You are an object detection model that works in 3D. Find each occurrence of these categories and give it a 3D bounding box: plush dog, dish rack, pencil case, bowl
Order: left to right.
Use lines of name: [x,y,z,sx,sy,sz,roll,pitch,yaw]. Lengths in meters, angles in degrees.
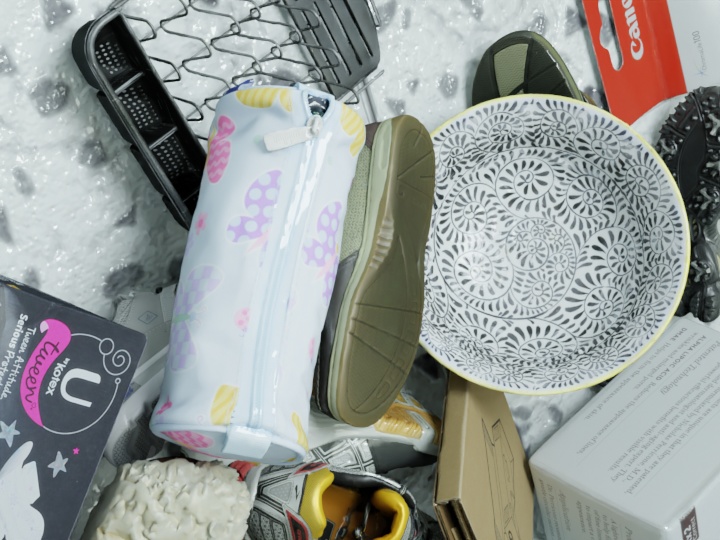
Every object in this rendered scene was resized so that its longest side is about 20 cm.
plush dog: [-0.095,0.220,0.665,0.172,0.161,0.200,30,124,-20]
dish rack: [-0.064,-0.128,0.742,0.200,0.055,0.154,-43,123,-23]
pencil case: [-0.051,0.002,0.658,0.083,0.091,0.200,22,70,-32]
bowl: [0.116,-0.012,0.861,0.200,0.094,0.201,-1,82,4]

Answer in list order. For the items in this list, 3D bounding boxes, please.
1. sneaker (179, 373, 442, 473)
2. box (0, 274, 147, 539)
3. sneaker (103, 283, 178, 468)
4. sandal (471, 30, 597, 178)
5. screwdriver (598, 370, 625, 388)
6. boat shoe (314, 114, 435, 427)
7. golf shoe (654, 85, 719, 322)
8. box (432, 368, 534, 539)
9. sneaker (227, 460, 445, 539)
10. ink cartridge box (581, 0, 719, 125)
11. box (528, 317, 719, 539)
sneaker: [-0.031,0.116,0.819,0.200,0.076,0.088,11,106,-34]
box: [-0.215,0.096,0.622,0.115,0.132,0.200,26,84,-42]
sneaker: [-0.103,0.025,0.733,0.200,0.082,0.075,-42,155,-44]
sandal: [0.145,-0.095,0.910,0.201,0.080,0.057,52,40,-35]
screwdriver: [0.151,0.049,0.971,0.200,0.029,0.028,34,79,-31]
boat shoe: [0.000,-0.001,0.791,0.072,0.066,0.201,27,69,-49]
golf shoe: [0.290,-0.060,1.023,0.094,0.078,0.200,-22,124,-37]
box: [0.089,0.153,0.861,0.200,0.021,0.164,-77,149,-58]
sneaker: [0.006,0.166,0.752,0.200,0.082,0.078,29,61,-43]
ink cartridge box: [0.258,-0.218,0.977,0.200,0.047,0.160,-36,119,-29]
box: [0.257,0.183,0.990,0.200,0.131,0.199,-37,130,-26]
